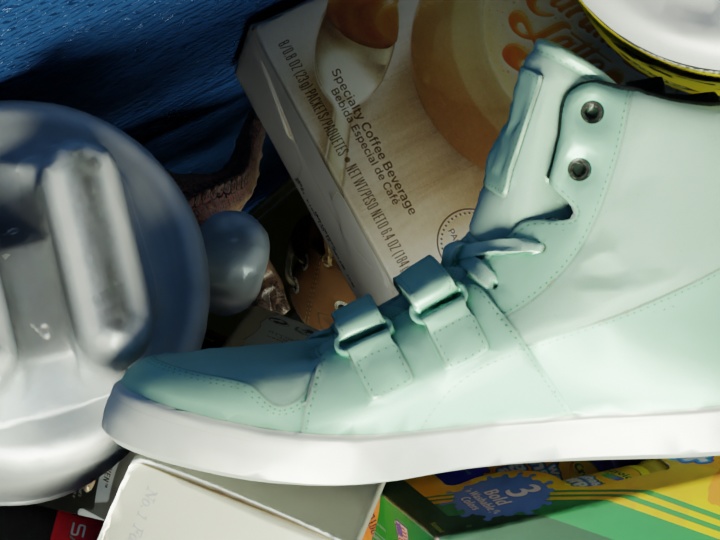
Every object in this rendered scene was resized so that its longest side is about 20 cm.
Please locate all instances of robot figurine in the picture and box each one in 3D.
[{"bbox_3d":[-0.109,0.014,0.803,0.169,0.113,0.200,-9,172,-13],"label":"robot figurine"}]

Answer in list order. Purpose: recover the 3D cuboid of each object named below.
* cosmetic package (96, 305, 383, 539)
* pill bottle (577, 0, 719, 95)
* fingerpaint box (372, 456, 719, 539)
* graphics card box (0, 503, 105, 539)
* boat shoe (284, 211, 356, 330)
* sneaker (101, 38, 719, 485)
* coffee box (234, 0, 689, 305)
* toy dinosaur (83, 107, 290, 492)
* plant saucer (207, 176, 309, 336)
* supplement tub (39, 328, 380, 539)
[{"bbox_3d":[-0.038,0.089,0.829,0.200,0.073,0.104,-53,166,-77],"label":"cosmetic package"},{"bbox_3d":[0.114,-0.110,0.764,0.114,0.115,0.200,-29,176,8],"label":"pill bottle"},{"bbox_3d":[0.080,0.105,1.123,0.166,0.074,0.200,-11,-167,-16],"label":"fingerpaint box"},{"bbox_3d":[-0.191,0.109,0.892,0.199,0.051,0.126,15,150,-4],"label":"graphics card box"},{"bbox_3d":[0.000,0.000,1.045,0.068,0.201,0.072,-8,-147,21],"label":"boat shoe"},{"bbox_3d":[0.024,-0.005,0.717,0.200,0.119,0.074,-5,-172,-8],"label":"sneaker"},{"bbox_3d":[0.070,-0.076,0.911,0.200,0.115,0.080,-29,175,-11],"label":"coffee box"},{"bbox_3d":[-0.100,-0.001,0.972,0.200,0.086,0.136,-38,158,-7],"label":"toy dinosaur"},{"bbox_3d":[-0.029,0.010,1.219,0.200,0.048,0.200,-40,-157,27],"label":"plant saucer"},{"bbox_3d":[-0.094,0.080,1.098,0.122,0.123,0.200,-25,-149,-37],"label":"supplement tub"}]
